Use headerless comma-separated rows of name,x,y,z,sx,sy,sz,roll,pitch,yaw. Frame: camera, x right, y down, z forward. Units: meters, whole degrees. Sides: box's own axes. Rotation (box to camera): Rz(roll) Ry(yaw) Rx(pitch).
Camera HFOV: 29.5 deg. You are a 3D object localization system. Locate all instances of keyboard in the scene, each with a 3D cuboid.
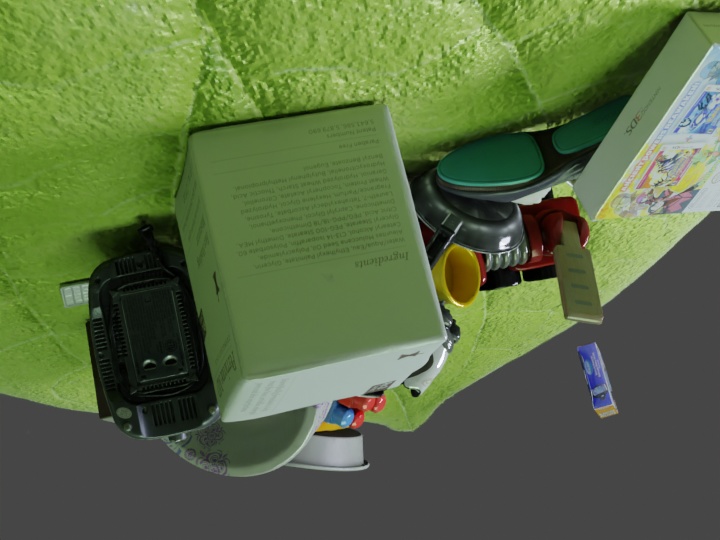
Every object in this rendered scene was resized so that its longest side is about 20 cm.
keyboard,-0.202,0.008,1.381,0.199,0.011,0.056,-11,166,-12

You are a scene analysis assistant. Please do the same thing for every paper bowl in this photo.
paper bowl,-0.123,0.102,1.410,0.200,0.201,0.104,-19,-169,21

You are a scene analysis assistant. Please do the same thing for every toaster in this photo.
toaster,-0.185,0.054,1.264,0.113,0.201,0.129,-12,-177,-2

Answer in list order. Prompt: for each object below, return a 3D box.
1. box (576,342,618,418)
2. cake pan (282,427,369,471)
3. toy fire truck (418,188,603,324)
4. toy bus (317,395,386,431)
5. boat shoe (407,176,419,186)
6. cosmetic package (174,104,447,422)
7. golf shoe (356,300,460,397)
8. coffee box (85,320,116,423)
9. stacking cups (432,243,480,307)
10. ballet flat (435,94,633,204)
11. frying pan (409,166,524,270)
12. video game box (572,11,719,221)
box,0.437,0.203,2.517,0.041,0.120,0.200,-16,166,8
cake pan,-0.086,0.195,1.585,0.199,0.037,0.200,9,180,0
toy fire truck,0.142,-0.010,1.289,0.175,0.129,0.200,-11,-177,-11
toy bus,-0.051,0.123,1.554,0.191,0.136,0.200,23,-177,24
boat shoe,-0.020,-0.032,1.265,0.199,0.077,0.072,-14,164,-5
cosmetic package,-0.047,-0.002,1.102,0.164,0.201,0.165,-10,165,-14
golf shoe,-0.010,0.064,1.236,0.199,0.095,0.078,4,150,38
coffee box,-0.232,0.118,1.562,0.079,0.114,0.200,-13,167,10
stacking cups,0.013,0.009,1.277,0.199,0.061,0.060,-4,174,38
ballet flat,0.168,-0.093,1.210,0.199,0.073,0.073,-18,165,8
frying pan,0.073,-0.051,1.209,0.190,0.115,0.031,-17,143,-44
video game box,0.297,-0.126,1.142,0.182,0.047,0.200,-7,143,-33
